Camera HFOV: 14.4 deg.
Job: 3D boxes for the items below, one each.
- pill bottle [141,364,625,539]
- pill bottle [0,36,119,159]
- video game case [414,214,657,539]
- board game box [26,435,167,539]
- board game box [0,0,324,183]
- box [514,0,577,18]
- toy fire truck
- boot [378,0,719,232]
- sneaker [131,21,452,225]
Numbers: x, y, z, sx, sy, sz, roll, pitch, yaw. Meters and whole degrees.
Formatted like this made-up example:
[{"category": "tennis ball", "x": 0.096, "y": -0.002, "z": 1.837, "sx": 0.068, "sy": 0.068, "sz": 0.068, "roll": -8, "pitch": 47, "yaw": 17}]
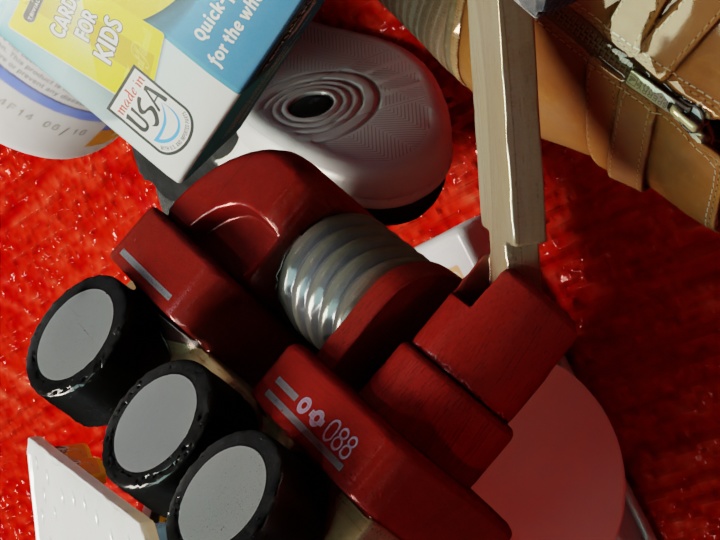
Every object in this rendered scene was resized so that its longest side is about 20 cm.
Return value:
[{"category": "pill bottle", "x": 0.007, "y": 0.090, "z": 1.041, "sx": 0.200, "sy": 0.112, "sz": 0.113, "roll": -25, "pitch": 92, "yaw": 58}, {"category": "pill bottle", "x": -0.071, "y": -0.137, "z": 0.993, "sx": 0.200, "sy": 0.112, "sz": 0.112, "roll": -40, "pitch": 78, "yaw": 36}, {"category": "video game case", "x": 0.036, "y": 0.085, "z": 1.122, "sx": 0.200, "sy": 0.023, "sz": 0.183, "roll": -27, "pitch": 90, "yaw": 59}, {"category": "board game box", "x": -0.084, "y": 0.174, "z": 1.070, "sx": 0.200, "sy": 0.026, "sz": 0.202, "roll": -163, "pitch": 66, "yaw": -71}, {"category": "board game box", "x": -0.090, "y": -0.147, "z": 0.881, "sx": 0.200, "sy": 0.047, "sz": 0.151, "roll": 39, "pitch": 128, "yaw": 3}, {"category": "box", "x": 0.104, "y": -0.172, "z": 0.699, "sx": 0.051, "sy": 0.157, "sz": 0.201, "roll": 45, "pitch": 143, "yaw": 26}, {"category": "toy fire truck", "x": 0.000, "y": 0.000, "z": 0.909, "sx": 0.129, "sy": 0.200, "sz": 0.176, "roll": 40, "pitch": -179, "yaw": -38}, {"category": "boot", "x": 0.080, "y": -0.117, "z": 0.862, "sx": 0.155, "sy": 0.076, "sz": 0.201, "roll": 38, "pitch": 131, "yaw": 23}, {"category": "sneaker", "x": -0.021, "y": -0.034, "z": 1.083, "sx": 0.200, "sy": 0.073, "sz": 0.113, "roll": 36, "pitch": 143, "yaw": 50}]
